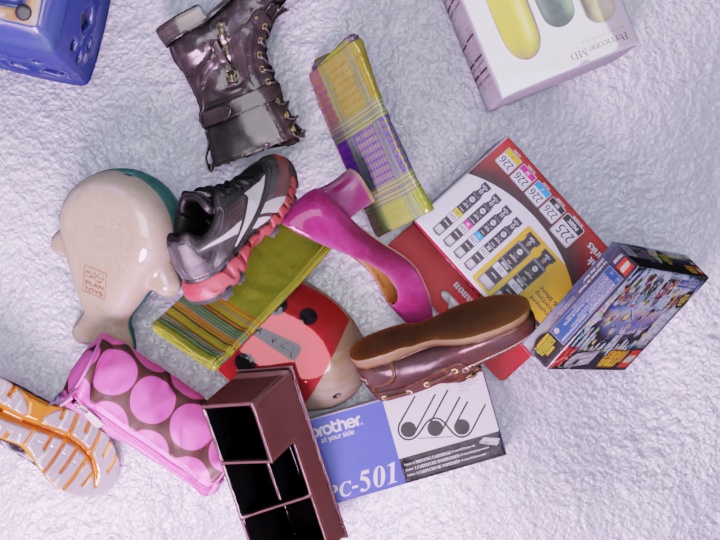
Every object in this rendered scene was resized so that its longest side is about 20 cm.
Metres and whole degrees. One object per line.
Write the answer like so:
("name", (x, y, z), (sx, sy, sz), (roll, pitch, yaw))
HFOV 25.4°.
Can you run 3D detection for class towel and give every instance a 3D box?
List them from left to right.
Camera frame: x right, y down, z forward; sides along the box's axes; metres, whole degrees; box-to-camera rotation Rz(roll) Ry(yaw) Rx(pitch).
("towel", (-0.119, 0.014, 1.640), (0.086, 0.018, 0.200), (31, 59, 20))
("towel", (0.008, -0.139, 1.640), (0.023, 0.144, 0.200), (-23, 90, -22))

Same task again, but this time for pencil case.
("pencil case", (-0.212, 0.154, 1.644), (0.200, 0.094, 0.091), (33, 120, -13))

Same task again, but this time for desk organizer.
("desk organizer", (-0.087, 0.204, 1.626), (0.072, 0.077, 0.200), (-6, 110, 32))

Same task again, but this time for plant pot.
("plant pot", (-0.360, -0.311, 1.615), (0.200, 0.180, 0.200), (13, 90, 0))

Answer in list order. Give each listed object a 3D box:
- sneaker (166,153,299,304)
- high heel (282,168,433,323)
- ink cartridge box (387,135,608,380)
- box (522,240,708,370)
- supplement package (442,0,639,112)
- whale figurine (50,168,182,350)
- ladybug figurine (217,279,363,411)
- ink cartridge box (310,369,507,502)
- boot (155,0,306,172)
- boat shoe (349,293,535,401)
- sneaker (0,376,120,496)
("sneaker", (-0.132, -0.062, 1.626), (0.098, 0.071, 0.200), (58, 48, -31))
("high heel", (0.000, 0.000, 1.650), (0.096, 0.067, 0.200), (-37, 114, -20))
("ink cartridge box", (0.152, -0.007, 1.667), (0.176, 0.084, 0.200), (-43, 91, 0))
("box", (0.258, 0.039, 1.598), (0.137, 0.200, 0.040), (-50, 64, 19))
("supplement package", (0.167, -0.286, 1.631), (0.152, 0.151, 0.200), (-22, 91, -1))
("whale figurine", (-0.246, -0.010, 1.669), (0.159, 0.104, 0.200), (18, 113, 21))
("ladybug figurine", (-0.087, 0.073, 1.673), (0.200, 0.072, 0.136), (25, 91, 0))
("ink cartridge box", (0.045, 0.176, 1.688), (0.200, 0.044, 0.094), (-15, 89, 0))
("boot", (-0.103, -0.213, 1.679), (0.200, 0.069, 0.174), (-27, 93, 7))
("boat shoe", (0.090, 0.081, 1.627), (0.200, 0.070, 0.070), (-16, 117, 25))
("sneaker", (-0.337, 0.166, 1.675), (0.200, 0.077, 0.078), (39, 77, -19))
